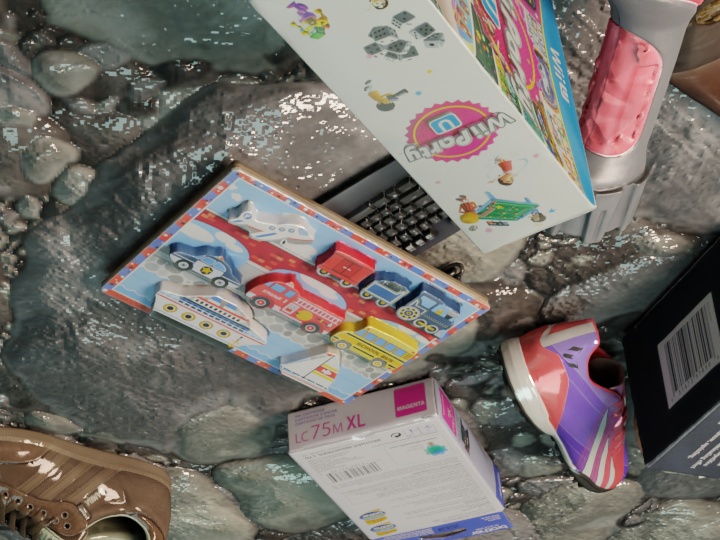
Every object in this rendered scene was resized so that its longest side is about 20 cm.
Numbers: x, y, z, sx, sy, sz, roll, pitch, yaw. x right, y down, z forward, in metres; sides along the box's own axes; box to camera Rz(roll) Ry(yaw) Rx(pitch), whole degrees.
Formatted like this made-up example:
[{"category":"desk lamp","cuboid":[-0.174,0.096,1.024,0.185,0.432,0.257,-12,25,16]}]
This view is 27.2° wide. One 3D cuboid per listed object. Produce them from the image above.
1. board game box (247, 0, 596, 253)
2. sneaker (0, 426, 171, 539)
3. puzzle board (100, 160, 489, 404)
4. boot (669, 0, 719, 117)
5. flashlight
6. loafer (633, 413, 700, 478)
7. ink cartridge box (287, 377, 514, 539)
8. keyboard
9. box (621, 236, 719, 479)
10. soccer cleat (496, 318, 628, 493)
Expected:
[{"category":"board game box","cuboid":[0.025,-0.122,0.655,0.064,0.148,0.200,-22,142,22]},{"category":"sneaker","cuboid":[-0.234,0.171,1.116,0.199,0.076,0.071,13,143,-23]},{"category":"puzzle board","cuboid":[-0.041,0.018,0.937,0.199,0.017,0.151,28,134,-28]},{"category":"boot","cuboid":[0.270,-0.105,0.781,0.186,0.065,0.200,-26,135,31]},{"category":"flashlight","cuboid":[0.128,-0.100,0.735,0.067,0.068,0.201,11,132,0]},{"category":"loafer","cuboid":[0.294,0.121,1.101,0.198,0.076,0.068,10,146,-3]},{"category":"ink cartridge box","cuboid":[0.036,0.156,1.151,0.119,0.042,0.200,-15,141,16]},{"category":"keyboard","cuboid":[0.000,0.000,0.941,0.199,0.021,0.127,-30,137,34]},{"category":"box","cuboid":[0.301,0.065,0.985,0.199,0.108,0.149,11,142,-19]},{"category":"soccer cleat","cuboid":[0.165,0.099,1.062,0.073,0.069,0.200,-24,140,15]}]
